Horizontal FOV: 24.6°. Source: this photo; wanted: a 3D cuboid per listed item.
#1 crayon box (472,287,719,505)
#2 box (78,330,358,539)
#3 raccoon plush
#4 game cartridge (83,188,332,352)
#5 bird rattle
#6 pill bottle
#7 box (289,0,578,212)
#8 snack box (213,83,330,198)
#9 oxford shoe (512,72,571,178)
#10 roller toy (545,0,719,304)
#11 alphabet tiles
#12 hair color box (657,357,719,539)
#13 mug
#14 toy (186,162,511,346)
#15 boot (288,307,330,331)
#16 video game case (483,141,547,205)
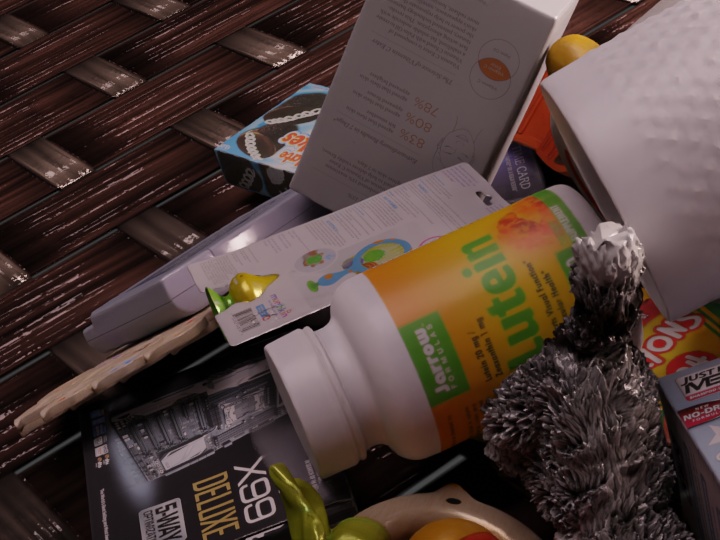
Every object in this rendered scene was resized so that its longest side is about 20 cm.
[{"bbox_3d":[0.147,0.064,1.009,0.199,0.051,0.127,12,42,41],"label":"crayon box"},{"bbox_3d":[-0.090,0.130,1.027,0.156,0.050,0.200,-20,30,-2],"label":"box"},{"bbox_3d":[0.124,0.094,0.825,0.096,0.201,0.135,-21,50,-8],"label":"raccoon plush"},{"bbox_3d":[-0.098,-0.010,1.201,0.133,0.042,0.200,-18,13,46],"label":"game cartridge"},{"bbox_3d":[0.036,0.167,0.861,0.162,0.114,0.199,-18,29,-35],"label":"bird rattle"},{"bbox_3d":[0.051,0.040,0.942,0.199,0.112,0.111,-24,31,-7],"label":"pill bottle"},{"bbox_3d":[0.052,-0.126,1.143,0.124,0.201,0.098,28,27,6],"label":"box"},{"bbox_3d":[-0.013,-0.094,1.327,0.116,0.037,0.199,-38,36,-29],"label":"snack box"},{"bbox_3d":[0.160,-0.114,1.279,0.072,0.072,0.200,-56,29,19],"label":"oxford shoe"},{"bbox_3d":[0.214,-0.073,1.046,0.140,0.200,0.182,-40,19,-7],"label":"roller toy"},{"bbox_3d":[-0.140,0.053,1.125,0.199,0.015,0.196,-29,5,10],"label":"alphabet tiles"},{"bbox_3d":[0.212,0.135,0.811,0.060,0.100,0.200,-18,31,-2],"label":"hair color box"},{"bbox_3d":[0.216,-0.058,0.865,0.174,0.148,0.201,-29,63,6],"label":"mug"},{"bbox_3d":[0.000,0.000,1.035,0.198,0.048,0.115,-18,29,-12],"label":"toy"},{"bbox_3d":[0.003,0.026,1.092,0.198,0.068,0.131,-7,20,33],"label":"boot"},{"bbox_3d":[0.045,-0.064,1.303,0.198,0.019,0.143,-13,31,6],"label":"video game case"}]
